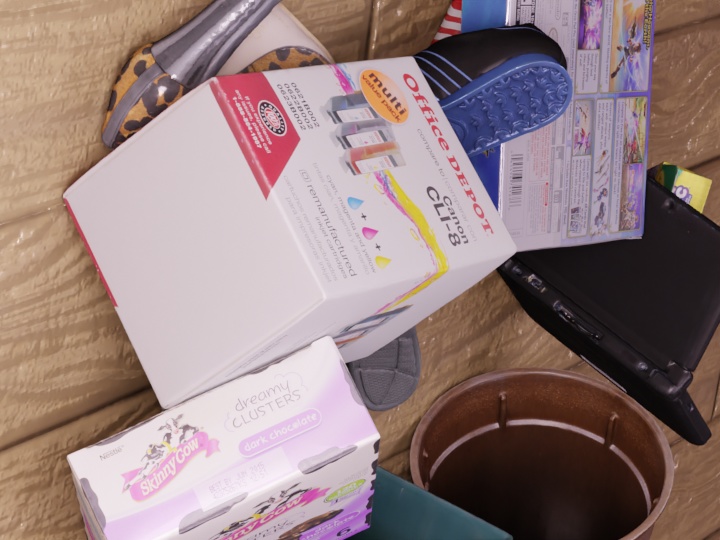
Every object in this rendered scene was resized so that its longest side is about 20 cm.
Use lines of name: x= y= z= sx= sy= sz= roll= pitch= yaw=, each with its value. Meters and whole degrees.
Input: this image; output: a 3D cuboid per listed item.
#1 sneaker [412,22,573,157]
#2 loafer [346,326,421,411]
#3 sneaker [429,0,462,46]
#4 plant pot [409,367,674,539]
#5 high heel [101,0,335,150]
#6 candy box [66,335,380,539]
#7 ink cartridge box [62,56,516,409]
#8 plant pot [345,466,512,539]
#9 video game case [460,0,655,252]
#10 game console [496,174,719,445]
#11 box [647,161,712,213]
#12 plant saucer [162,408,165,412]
sneaker: x=0.040 y=-0.106 z=1.665 sx=0.078 sy=0.199 sz=0.070 roll=-105 pitch=178 yaw=-59
loafer: x=0.000 y=0.000 z=1.750 sx=0.072 sy=0.063 sz=0.201 roll=-15 pitch=120 yaw=-21
sneaker: x=0.112 y=-0.137 z=1.830 sx=0.200 sy=0.078 sz=0.116 roll=33 pitch=79 yaw=-62
plant pot: x=0.134 y=0.216 z=1.972 sx=0.200 sy=0.200 sz=0.199 roll=-45 pitch=149 yaw=-39
high heel: x=-0.087 y=-0.103 z=1.544 sx=0.143 sy=0.071 sz=0.200 roll=-43 pitch=160 yaw=-4
candy box: x=-0.079 y=0.132 z=1.508 sx=0.167 sy=0.072 sz=0.200 roll=-24 pitch=162 yaw=-10
ink cartridge box: x=-0.038 y=-0.026 z=1.492 sx=0.145 sy=0.146 sz=0.200 roll=-35 pitch=167 yaw=34
plant pot: x=-0.009 y=0.260 z=1.795 sx=0.141 sy=0.141 sz=0.201 roll=-14 pitch=124 yaw=-57
video game case: x=0.137 y=-0.117 z=1.785 sx=0.181 sy=0.045 sz=0.201 roll=-7 pitch=102 yaw=-49
game console: x=0.206 y=0.011 z=1.929 sx=0.116 sy=0.200 sz=0.176 roll=-47 pitch=148 yaw=-5
box: x=0.235 y=-0.024 z=2.050 sx=0.200 sy=0.048 sz=0.118 roll=83 pitch=26 yaw=-88
plant saucer: x=-0.078 y=0.055 z=1.649 sx=0.201 sy=0.039 sz=0.202 roll=-39 pitch=138 yaw=-46
